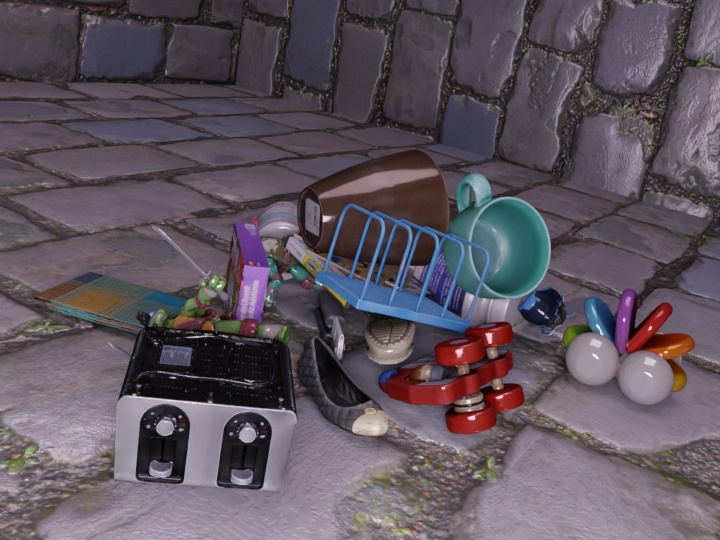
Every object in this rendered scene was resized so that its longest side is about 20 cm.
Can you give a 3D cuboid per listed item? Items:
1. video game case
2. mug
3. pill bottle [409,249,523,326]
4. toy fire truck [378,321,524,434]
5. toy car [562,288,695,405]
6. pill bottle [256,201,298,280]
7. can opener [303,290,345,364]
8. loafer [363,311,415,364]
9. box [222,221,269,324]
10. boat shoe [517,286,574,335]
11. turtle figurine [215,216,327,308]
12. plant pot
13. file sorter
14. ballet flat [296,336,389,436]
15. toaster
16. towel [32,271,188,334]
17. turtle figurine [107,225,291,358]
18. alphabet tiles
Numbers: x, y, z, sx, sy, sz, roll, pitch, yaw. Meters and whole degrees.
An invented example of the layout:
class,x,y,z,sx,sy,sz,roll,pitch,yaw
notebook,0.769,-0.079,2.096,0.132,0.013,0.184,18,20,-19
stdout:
class,x,y,z,sx,sy,sz,roll,pitch,yaw
video game case,0.000,0.000,1.294,0.198,0.026,0.181,1,32,-45
mug,0.209,-0.049,1.257,0.150,0.189,0.114,8,-5,-22
pill bottle,0.175,0.032,1.377,0.198,0.122,0.119,20,21,26
toy fire truck,0.117,0.144,1.074,0.166,0.114,0.199,-9,5,38
toy car,0.423,0.107,1.251,0.197,0.152,0.175,19,20,22
pill bottle,-0.147,-0.064,1.489,0.107,0.111,0.200,9,18,-6
can opener,-0.058,0.084,1.197,0.066,0.054,0.200,7,18,-13
loafer,0.042,0.103,1.137,0.074,0.070,0.200,-8,10,0
box,-0.172,0.024,1.172,0.038,0.139,0.200,6,19,-15
boat shoe,0.323,0.079,1.388,0.069,0.085,0.199,42,20,18
turtle figurine,-0.141,-0.007,1.323,0.198,0.101,0.151,20,39,-25
plant pot,0.008,-0.091,1.252,0.197,0.190,0.187,-7,25,-29
file sorter,0.063,-0.005,1.138,0.197,0.125,0.138,14,9,-30
ballet flat,-0.028,0.150,1.013,0.066,0.058,0.199,-3,23,-33
toaster,-0.167,0.142,0.858,0.178,0.121,0.200,8,19,-12
towel,-0.360,0.050,1.179,0.197,0.022,0.147,14,18,15
turtle figurine,-0.195,0.084,0.986,0.191,0.201,0.145,17,53,6
alphabet tiles,-0.008,-0.027,1.305,0.198,0.006,0.167,27,22,4
